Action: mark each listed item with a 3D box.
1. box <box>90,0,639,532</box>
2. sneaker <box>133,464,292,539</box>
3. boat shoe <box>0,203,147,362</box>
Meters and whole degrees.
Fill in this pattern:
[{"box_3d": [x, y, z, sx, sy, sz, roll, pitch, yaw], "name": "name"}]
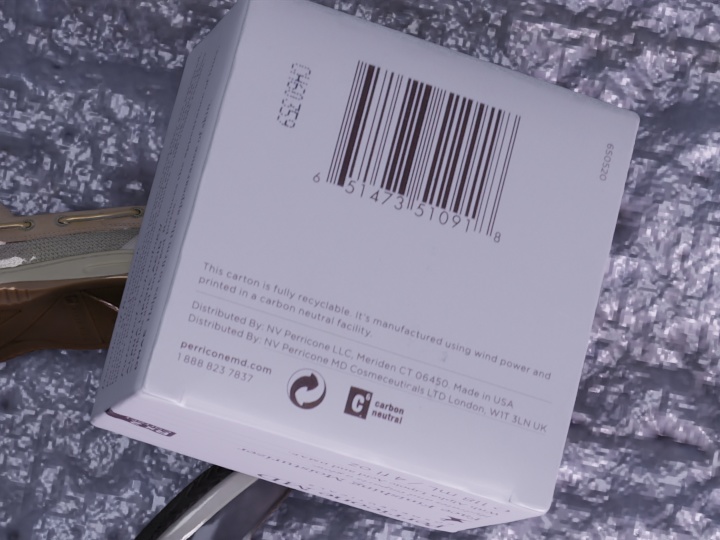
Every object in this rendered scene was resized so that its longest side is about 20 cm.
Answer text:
[{"box_3d": [0.000, 0.000, 1.123, 0.198, 0.131, 0.201, 17, 77, -12], "name": "box"}, {"box_3d": [-0.081, 0.183, 1.192, 0.106, 0.075, 0.200, 42, 91, -6], "name": "sneaker"}, {"box_3d": [-0.184, 0.003, 1.207, 0.199, 0.072, 0.065, -5, 50, 7], "name": "boat shoe"}]
